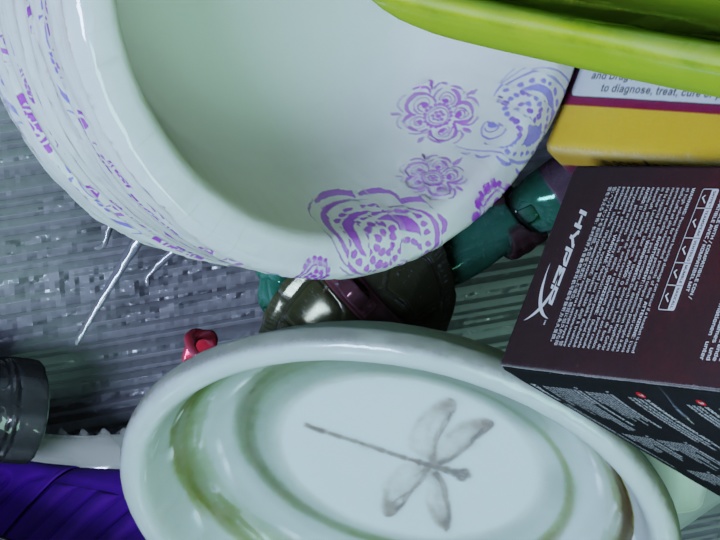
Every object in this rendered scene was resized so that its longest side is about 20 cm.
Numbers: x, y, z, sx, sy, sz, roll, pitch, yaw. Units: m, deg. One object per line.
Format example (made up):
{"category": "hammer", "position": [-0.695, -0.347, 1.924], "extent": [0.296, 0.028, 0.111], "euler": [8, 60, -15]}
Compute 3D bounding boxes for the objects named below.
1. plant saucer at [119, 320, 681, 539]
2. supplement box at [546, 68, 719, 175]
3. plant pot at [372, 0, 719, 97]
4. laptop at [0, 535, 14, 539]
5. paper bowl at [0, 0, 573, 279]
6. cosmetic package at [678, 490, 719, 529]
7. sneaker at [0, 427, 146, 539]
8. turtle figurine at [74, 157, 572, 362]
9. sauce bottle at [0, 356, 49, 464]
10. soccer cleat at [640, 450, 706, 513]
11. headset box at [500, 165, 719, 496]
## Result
{"category": "plant saucer", "position": [0.016, 0.073, 0.859], "extent": [0.199, 0.050, 0.201], "euler": [8, 140, 7]}
{"category": "supplement box", "position": [0.167, -0.102, 0.797], "extent": [0.103, 0.131, 0.201], "euler": [31, 76, -38]}
{"category": "plant pot", "position": [0.086, -0.164, 0.667], "extent": [0.200, 0.199, 0.182], "euler": [-45, 128, -24]}
{"category": "laptop", "position": [-0.147, 0.203, 0.886], "extent": [0.199, 0.116, 0.188], "euler": [18, 127, 1]}
{"category": "paper bowl", "position": [-0.030, -0.101, 0.768], "extent": [0.200, 0.104, 0.202], "euler": [-5, 99, -37]}
{"category": "cosmetic package", "position": [0.135, 0.064, 1.047], "extent": [0.200, 0.051, 0.083], "euler": [-37, 131, 13]}
{"category": "sneaker", "position": [-0.118, 0.118, 0.946], "extent": [0.199, 0.100, 0.070], "euler": [-5, 138, 2]}
{"category": "turtle figurine", "position": [0.000, 0.000, 0.914], "extent": [0.200, 0.101, 0.150], "euler": [-41, 131, 9]}
{"category": "sauce bottle", "position": [-0.213, 0.041, 0.886], "extent": [0.199, 0.066, 0.066], "euler": [8, 126, -24]}
{"category": "soccer cleat", "position": [0.116, 0.022, 0.913], "extent": [0.069, 0.200, 0.078], "euler": [0, 109, 11]}
{"category": "headset box", "position": [0.165, 0.033, 0.721], "extent": [0.149, 0.200, 0.078], "euler": [30, 74, -32]}
